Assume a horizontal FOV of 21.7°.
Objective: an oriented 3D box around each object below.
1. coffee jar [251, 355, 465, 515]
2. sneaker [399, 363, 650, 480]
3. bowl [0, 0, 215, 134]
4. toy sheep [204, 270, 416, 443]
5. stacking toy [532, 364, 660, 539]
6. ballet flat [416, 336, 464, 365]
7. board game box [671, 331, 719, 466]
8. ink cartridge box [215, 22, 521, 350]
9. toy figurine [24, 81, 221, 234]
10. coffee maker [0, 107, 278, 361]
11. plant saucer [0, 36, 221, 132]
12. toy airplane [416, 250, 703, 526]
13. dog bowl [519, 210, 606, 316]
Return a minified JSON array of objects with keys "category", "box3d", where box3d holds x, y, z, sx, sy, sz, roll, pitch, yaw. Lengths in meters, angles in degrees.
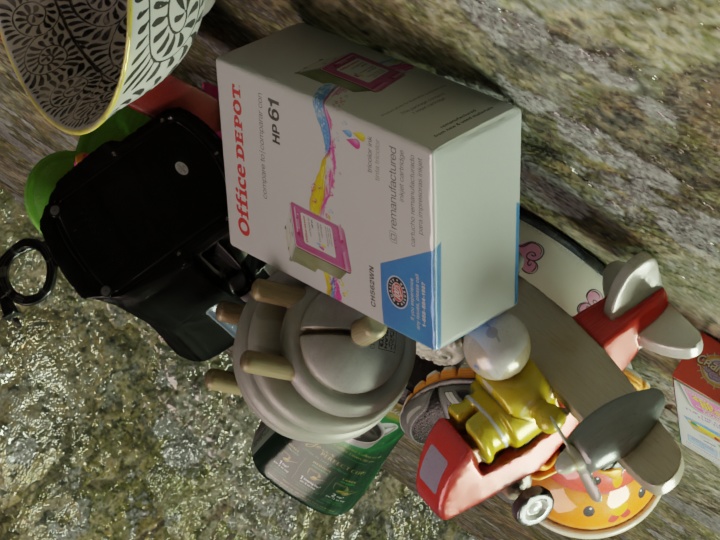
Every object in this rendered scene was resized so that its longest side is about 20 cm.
[{"category":"coffee jar","box3d":[-0.001,0.103,1.492,0.104,0.086,0.200,33,132,-7]},{"category":"sneaker","box3d":[0.112,0.113,1.360,0.199,0.078,0.078,-8,155,35]},{"category":"bowl","box3d":[-0.143,-0.188,1.111,0.094,0.203,0.200,-14,-155,-32]},{"category":"toy sheep","box3d":[-0.027,0.055,1.289,0.137,0.139,0.200,36,164,-12]},{"category":"stacking toy","box3d":[0.196,0.127,1.596,0.145,0.146,0.201,30,154,20]},{"category":"ballet flat","box3d":[0.000,0.000,1.383,0.201,0.071,0.072,54,175,15]},{"category":"board game box","box3d":[0.309,0.127,1.398,0.152,0.040,0.200,31,170,19]},{"category":"ink cartridge box","box3d":[0.002,-0.058,1.205,0.199,0.084,0.146,27,131,39]},{"category":"toy figurine","box3d":[-0.165,-0.093,1.571,0.184,0.199,0.152,-19,89,63]},{"category":"coffee maker","box3d":[-0.155,-0.015,1.409,0.190,0.136,0.200,-13,162,7]},{"category":"plant saucer","box3d":[-0.209,-0.160,1.371,0.199,0.037,0.199,29,-178,31]},{"category":"toy airplane","box3d":[0.125,0.061,1.242,0.199,0.201,0.141,-9,150,34]},{"category":"dog bowl","box3d":[0.119,0.021,1.418,0.199,0.074,0.200,33,170,7]}]
